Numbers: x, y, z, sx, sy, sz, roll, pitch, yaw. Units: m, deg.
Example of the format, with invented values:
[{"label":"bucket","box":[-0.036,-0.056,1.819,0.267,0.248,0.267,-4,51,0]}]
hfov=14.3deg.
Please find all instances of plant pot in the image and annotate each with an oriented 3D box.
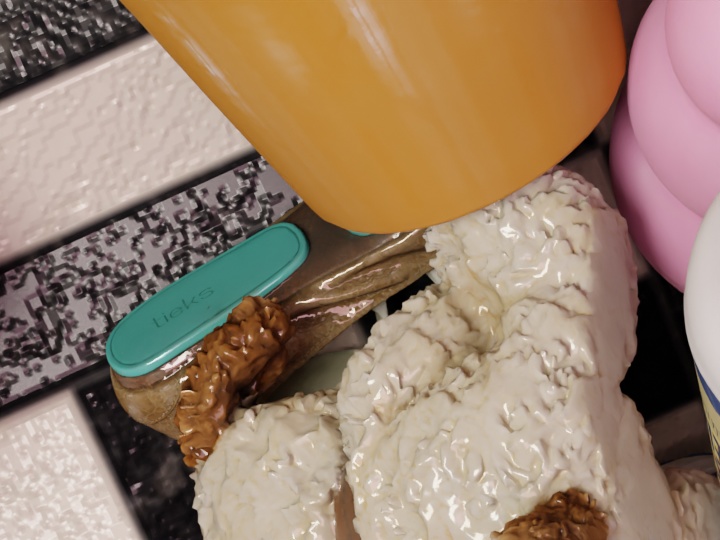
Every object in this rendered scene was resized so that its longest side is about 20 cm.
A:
[{"label":"plant pot","box":[-0.001,-0.121,0.962,0.199,0.200,0.184,-30,120,1]}]

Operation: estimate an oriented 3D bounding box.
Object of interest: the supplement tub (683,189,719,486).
[{"label":"supplement tub","box":[0.186,0.056,0.931,0.144,0.145,0.201,-21,138,-2]}]

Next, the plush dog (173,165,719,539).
[{"label":"plush dog","box":[0.022,0.084,0.995,0.171,0.161,0.201,-17,107,30]}]

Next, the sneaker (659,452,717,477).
[{"label":"sneaker","box":[0.096,0.145,1.105,0.199,0.085,0.077,-32,109,1]}]

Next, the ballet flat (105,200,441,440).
[{"label":"ballet flat","box":[0.000,0.000,1.061,0.200,0.068,0.072,-38,125,2]}]

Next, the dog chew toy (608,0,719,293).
[{"label":"dog chew toy","box":[0.145,-0.060,0.993,0.124,0.200,0.125,-3,70,7]}]
